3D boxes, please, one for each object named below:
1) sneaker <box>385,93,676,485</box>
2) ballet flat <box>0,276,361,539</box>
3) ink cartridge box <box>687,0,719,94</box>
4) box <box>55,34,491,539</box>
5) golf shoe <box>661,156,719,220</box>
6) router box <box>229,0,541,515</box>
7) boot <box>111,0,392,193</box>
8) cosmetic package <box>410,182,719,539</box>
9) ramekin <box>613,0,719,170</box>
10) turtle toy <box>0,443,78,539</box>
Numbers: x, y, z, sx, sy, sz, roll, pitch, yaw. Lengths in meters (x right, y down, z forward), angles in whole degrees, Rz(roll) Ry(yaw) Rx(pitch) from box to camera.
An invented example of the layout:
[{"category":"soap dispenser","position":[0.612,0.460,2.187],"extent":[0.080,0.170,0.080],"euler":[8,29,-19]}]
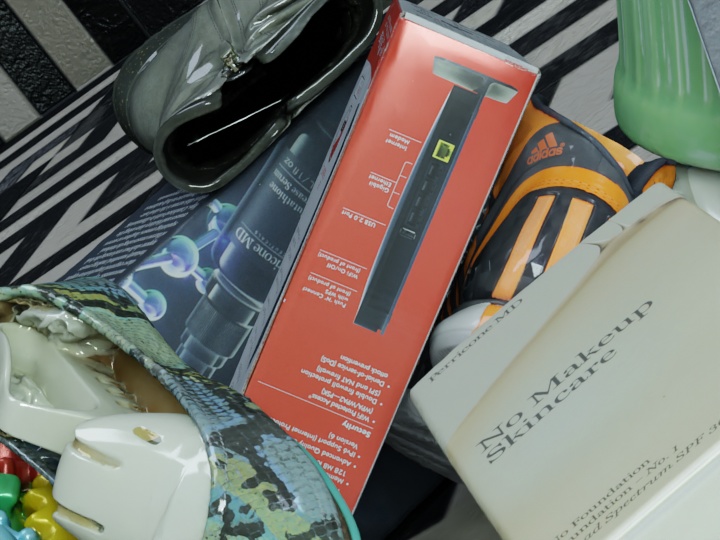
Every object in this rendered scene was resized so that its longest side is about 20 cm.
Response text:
[{"category":"sneaker","position":[0.065,0.011,0.993],"extent":[0.200,0.077,0.112],"euler":[120,174,-71]},{"category":"ballet flat","position":[-0.073,0.057,0.875],"extent":[0.074,0.074,0.200],"euler":[-41,33,-11]},{"category":"ink cartridge box","position":[0.184,-0.085,0.843],"extent":[0.047,0.200,0.198],"euler":[-9,-12,-44]},{"category":"box","position":[-0.023,0.023,1.173],"extent":[0.200,0.148,0.107],"euler":[-44,13,-22]},{"category":"golf shoe","position":[0.167,-0.039,1.033],"extent":[0.097,0.078,0.200],"euler":[-26,17,25]},{"category":"router box","position":[0.000,0.000,0.988],"extent":[0.200,0.049,0.180],"euler":[-93,26,-84]},{"category":"boot","position":[-0.011,-0.107,1.139],"extent":[0.200,0.068,0.131],"euler":[-47,18,-5]},{"category":"cosmetic package","position":[0.086,0.049,0.763],"extent":[0.104,0.073,0.200],"euler":[-41,15,0]},{"category":"ramekin","position":[0.180,-0.113,1.008],"extent":[0.200,0.098,0.200],"euler":[-9,20,3]},{"category":"turtle toy","position":[-0.106,0.101,0.978],"extent":[0.101,0.146,0.200],"euler":[-45,21,23]}]
